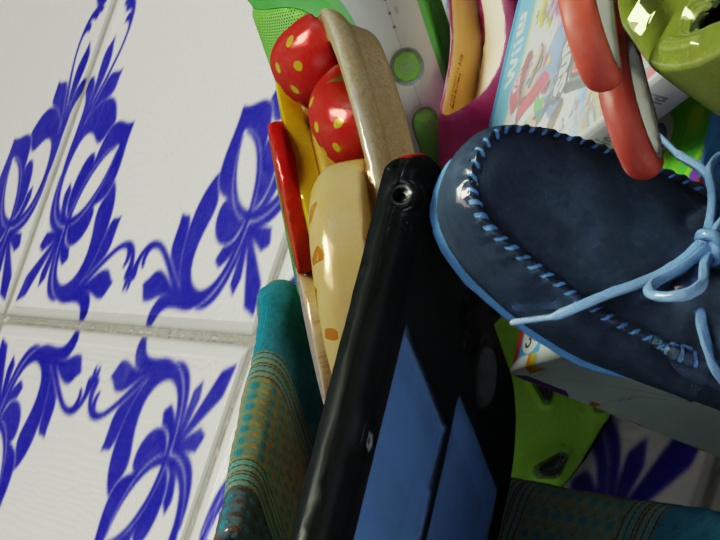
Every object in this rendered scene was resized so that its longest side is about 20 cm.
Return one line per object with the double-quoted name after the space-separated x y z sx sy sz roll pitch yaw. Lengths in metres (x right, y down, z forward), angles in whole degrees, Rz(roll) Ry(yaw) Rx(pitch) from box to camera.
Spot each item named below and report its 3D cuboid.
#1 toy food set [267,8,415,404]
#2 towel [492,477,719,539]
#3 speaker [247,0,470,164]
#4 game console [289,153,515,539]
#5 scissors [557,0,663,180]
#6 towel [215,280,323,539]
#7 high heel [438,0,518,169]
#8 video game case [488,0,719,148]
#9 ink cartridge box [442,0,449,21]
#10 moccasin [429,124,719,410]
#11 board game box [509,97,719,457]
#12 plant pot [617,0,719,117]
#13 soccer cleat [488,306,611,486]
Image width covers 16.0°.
0.000 0.000 0.987 0.198 0.048 0.201 83 174 -54 "toy food set"
0.066 0.143 0.844 0.200 0.022 0.147 2 66 63 "towel"
0.010 -0.067 1.108 0.088 0.088 0.201 21 132 67 "speaker"
0.012 0.090 0.809 0.177 0.031 0.201 75 -155 -58 "game console"
0.076 -0.102 0.792 0.014 0.073 0.201 -18 34 17 "scissors"
-0.025 0.110 1.055 0.022 0.147 0.200 -12 26 12 "towel"
0.038 -0.115 1.041 0.067 0.095 0.201 3 77 64 "high heel"
0.091 -0.104 0.888 0.200 0.018 0.144 139 146 -68 "video game case"
0.095 -0.139 1.138 0.200 0.068 0.116 -37 39 50 "ink cartridge box"
0.120 0.003 0.782 0.068 0.199 0.081 142 147 -65 "moccasin"
0.140 -0.047 0.911 0.105 0.103 0.201 -20 52 61 "board game box"
0.182 -0.081 0.736 0.200 0.189 0.201 -49 28 38 "plant pot"
0.081 0.007 1.061 0.081 0.067 0.201 126 161 -79 "soccer cleat"
